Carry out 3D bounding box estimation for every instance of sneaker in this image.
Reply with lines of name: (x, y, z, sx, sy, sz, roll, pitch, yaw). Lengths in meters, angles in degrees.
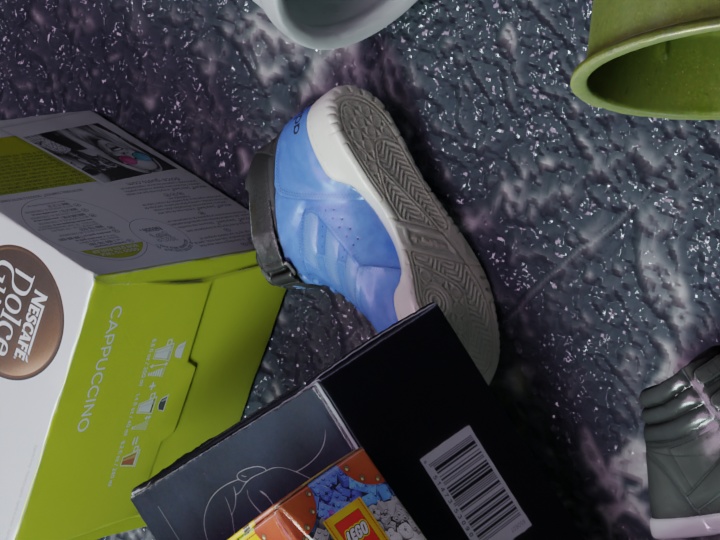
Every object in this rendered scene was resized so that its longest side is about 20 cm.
sneaker: (0.229, 0.084, 1.588, 0.200, 0.071, 0.100, -15, 91, 41)
sneaker: (0.001, 0.000, 1.748, 0.111, 0.077, 0.200, -33, 84, 42)

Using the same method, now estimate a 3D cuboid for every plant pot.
plant pot: (0.203, -0.194, 1.525, 0.200, 0.200, 0.191, -12, 75, 37)

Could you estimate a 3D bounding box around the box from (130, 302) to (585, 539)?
box: (0.004, 0.158, 1.687, 0.196, 0.124, 0.200, -33, 89, 45)

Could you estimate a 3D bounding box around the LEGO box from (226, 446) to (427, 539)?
LEGO box: (-0.033, 0.211, 1.607, 0.149, 0.077, 0.200, 55, 137, 4)

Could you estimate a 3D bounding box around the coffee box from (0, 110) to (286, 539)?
coffee box: (-0.194, 0.036, 1.815, 0.197, 0.200, 0.200, 31, 113, 29)

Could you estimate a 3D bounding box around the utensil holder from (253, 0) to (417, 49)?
utensil holder: (-0.053, -0.252, 1.701, 0.200, 0.170, 0.170, 40, 117, 28)
